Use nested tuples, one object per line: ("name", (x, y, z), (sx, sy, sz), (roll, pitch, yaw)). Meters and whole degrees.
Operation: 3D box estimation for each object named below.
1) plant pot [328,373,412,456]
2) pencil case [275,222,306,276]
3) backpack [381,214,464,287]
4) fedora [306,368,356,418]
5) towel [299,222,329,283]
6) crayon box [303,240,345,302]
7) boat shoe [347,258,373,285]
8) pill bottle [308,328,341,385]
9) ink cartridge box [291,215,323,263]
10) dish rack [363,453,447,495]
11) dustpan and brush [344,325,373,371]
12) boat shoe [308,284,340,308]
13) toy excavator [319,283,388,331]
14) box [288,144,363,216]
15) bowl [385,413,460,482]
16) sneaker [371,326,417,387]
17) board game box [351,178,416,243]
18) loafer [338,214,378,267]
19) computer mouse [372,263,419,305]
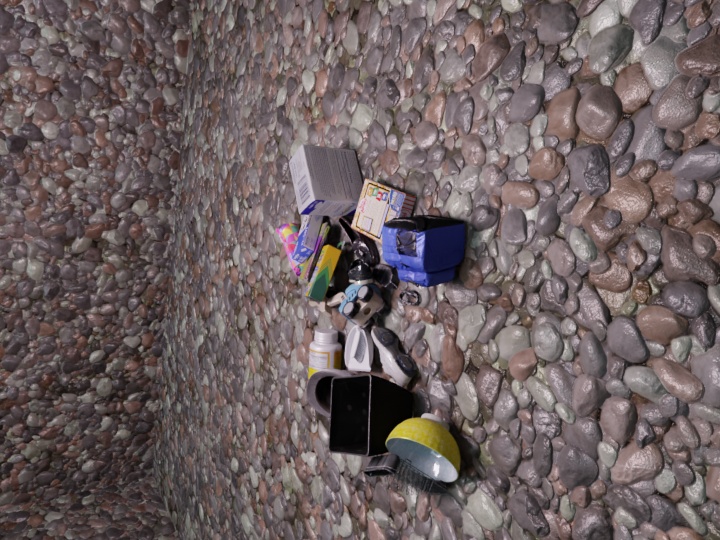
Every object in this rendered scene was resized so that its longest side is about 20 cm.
("plant pot", (0.038, 0.402, 1.595), (0.198, 0.174, 0.206), (-19, 63, 54))
("pencil case", (-0.234, -0.077, 2.076), (0.089, 0.086, 0.203), (-58, 47, 37))
("backpack", (0.142, -0.055, 1.465), (0.198, 0.159, 0.173), (19, 109, 52))
("fedora", (-0.062, 0.368, 1.787), (0.194, 0.090, 0.182), (12, 113, 16))
("towel", (-0.151, -0.057, 1.914), (0.143, 0.022, 0.205), (180, 111, -77))
("crayon box", (-0.116, -0.005, 1.839), (0.126, 0.050, 0.205), (172, 120, -76))
("boat shoe", (-0.002, 0.000, 1.698), (0.199, 0.072, 0.068), (-90, -10, -85))
("pill bottle", (-0.115, 0.299, 1.888), (0.108, 0.107, 0.207), (10, 99, 54))
("ink cartridge box", (-0.171, -0.132, 1.938), (0.094, 0.043, 0.204), (-41, 30, 48))
("dish rack", (0.121, 0.537, 1.490), (0.055, 0.197, 0.153), (-62, 12, -28))
("dustpan and brush", (-0.005, 0.197, 1.765), (0.138, 0.056, 0.206), (-11, 63, 57))
("boat shoe", (-0.115, 0.086, 1.915), (0.198, 0.073, 0.076), (-2, 89, 54))
("toy excavator", (-0.029, 0.097, 1.742), (0.195, 0.099, 0.201), (-47, 33, 10))
("box", (-0.100, -0.271, 1.776), (0.104, 0.196, 0.189), (-35, 63, 50))
("bowl", (0.170, 0.429, 1.461), (0.199, 0.200, 0.109), (-25, 28, 52))
("sneaker", (0.081, 0.244, 1.640), (0.202, 0.073, 0.089), (57, 139, 38))
("board game box", (0.062, -0.164, 1.659), (0.199, 0.045, 0.155), (32, 108, 50))
("loafer", (-0.011, -0.089, 1.769), (0.072, 0.062, 0.203), (-56, 48, 38))
("computer mouse", (0.103, 0.041, 1.642), (0.199, 0.034, 0.060), (42, 107, 41))
